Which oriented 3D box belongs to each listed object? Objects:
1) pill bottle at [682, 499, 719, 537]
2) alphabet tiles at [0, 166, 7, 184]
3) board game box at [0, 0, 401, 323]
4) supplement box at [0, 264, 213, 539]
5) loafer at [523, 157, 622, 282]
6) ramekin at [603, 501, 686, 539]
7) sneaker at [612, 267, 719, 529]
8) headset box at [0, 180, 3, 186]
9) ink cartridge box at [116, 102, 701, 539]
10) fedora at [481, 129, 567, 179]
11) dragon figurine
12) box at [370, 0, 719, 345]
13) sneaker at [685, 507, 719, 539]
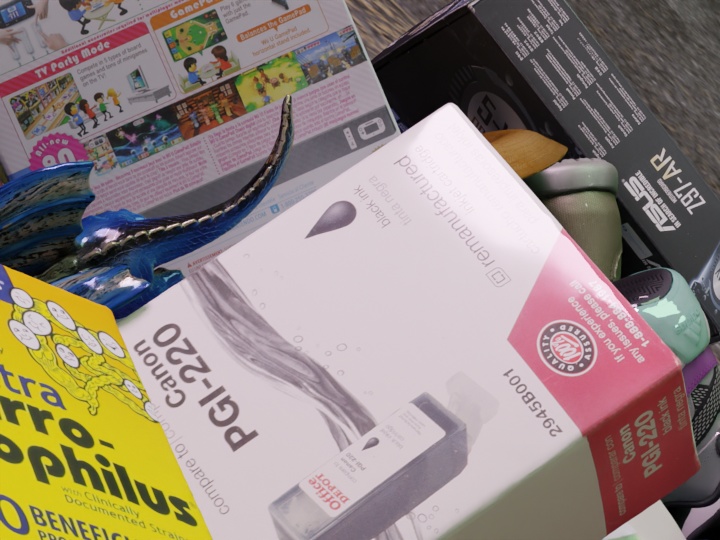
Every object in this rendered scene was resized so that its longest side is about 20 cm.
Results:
[{"bbox_3d":[0.194,0.121,1.382,0.200,0.117,0.117,34,20,-17],"label":"pill bottle"},{"bbox_3d":[-0.106,-0.085,1.234,0.006,0.167,0.200,17,9,27],"label":"alphabet tiles"},{"bbox_3d":[-0.065,-0.056,1.120,0.064,0.147,0.201,-118,-174,-82],"label":"board game box"},{"bbox_3d":[-0.118,0.094,0.879,0.109,0.110,0.200,24,24,-38],"label":"supplement box"},{"bbox_3d":[0.076,0.016,1.367,0.075,0.200,0.070,-6,69,-11],"label":"loafer"},{"bbox_3d":[0.042,0.113,1.146,0.200,0.098,0.200,35,20,-14],"label":"ramekin"},{"bbox_3d":[0.092,0.085,1.276,0.078,0.200,0.140,-34,102,-35],"label":"sneaker"},{"bbox_3d":[-0.227,-0.069,1.087,0.148,0.077,0.200,23,26,-39],"label":"headset box"},{"bbox_3d":[-0.004,0.058,1.018,0.146,0.200,0.085,50,-10,30],"label":"ink cartridge box"},{"bbox_3d":[0.000,0.000,1.255,0.201,0.200,0.082,-34,108,-70],"label":"fedora"},{"bbox_3d":[-0.106,0.000,1.036,0.059,0.199,0.099,62,3,15],"label":"dragon figurine"},{"bbox_3d":[0.098,-0.045,1.412,0.200,0.043,0.160,52,-21,-6],"label":"box"},{"bbox_3d":[0.161,0.133,1.210,0.078,0.201,0.075,-11,50,-27],"label":"sneaker"}]
